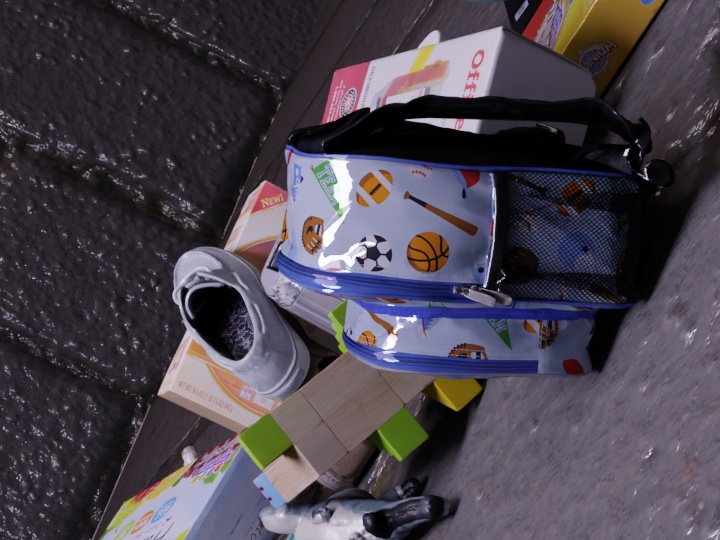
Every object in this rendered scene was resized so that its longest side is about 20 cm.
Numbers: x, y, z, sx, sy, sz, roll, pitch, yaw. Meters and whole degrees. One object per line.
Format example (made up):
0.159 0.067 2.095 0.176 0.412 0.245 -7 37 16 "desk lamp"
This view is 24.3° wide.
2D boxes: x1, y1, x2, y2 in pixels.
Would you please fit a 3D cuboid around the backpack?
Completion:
0.048 -0.021 0.914 0.200 0.189 0.155 -166 85 -81 "backpack"

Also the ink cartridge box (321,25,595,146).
0.051 -0.070 1.120 0.200 0.083 0.146 -4 68 57 "ink cartridge box"

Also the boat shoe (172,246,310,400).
-0.110 0.028 1.341 0.070 0.071 0.201 -49 41 4 "boat shoe"

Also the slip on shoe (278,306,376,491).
-0.034 0.088 1.333 0.061 0.076 0.200 -45 34 16 "slip on shoe"

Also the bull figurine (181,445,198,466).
-0.120 0.226 1.453 0.121 0.065 0.201 46 123 55 "bull figurine"

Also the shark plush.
0.002 0.156 1.093 0.083 0.091 0.200 -34 -12 -26 "shark plush"

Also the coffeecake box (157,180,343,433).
-0.064 0.048 1.460 0.201 0.153 0.073 -66 11 -14 "coffeecake box"

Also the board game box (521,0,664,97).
0.152 -0.164 1.178 0.201 0.040 0.153 -59 11 31 "board game box"

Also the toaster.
0.000 0.000 1.312 0.114 0.129 0.200 -63 9 -1 "toaster"

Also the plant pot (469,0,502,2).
0.093 -0.283 1.166 0.188 0.199 0.201 92 -159 -75 "plant pot"

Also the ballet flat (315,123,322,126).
0.035 -0.088 1.265 0.199 0.063 0.069 -14 -19 -40 "ballet flat"

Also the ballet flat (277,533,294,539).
-0.067 0.272 1.181 0.200 0.068 0.069 -58 -5 -32 "ballet flat"

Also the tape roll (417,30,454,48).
0.053 -0.113 1.509 0.203 0.070 0.203 -62 9 18 "tape roll"

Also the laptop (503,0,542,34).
0.197 -0.331 1.478 0.200 0.103 0.177 -39 -8 -39 "laptop"

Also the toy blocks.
-0.009 0.088 1.109 0.200 0.100 0.137 -38 -4 -27 "toy blocks"

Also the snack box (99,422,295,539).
-0.148 0.224 1.273 0.200 0.068 0.169 -35 17 45 "snack box"
